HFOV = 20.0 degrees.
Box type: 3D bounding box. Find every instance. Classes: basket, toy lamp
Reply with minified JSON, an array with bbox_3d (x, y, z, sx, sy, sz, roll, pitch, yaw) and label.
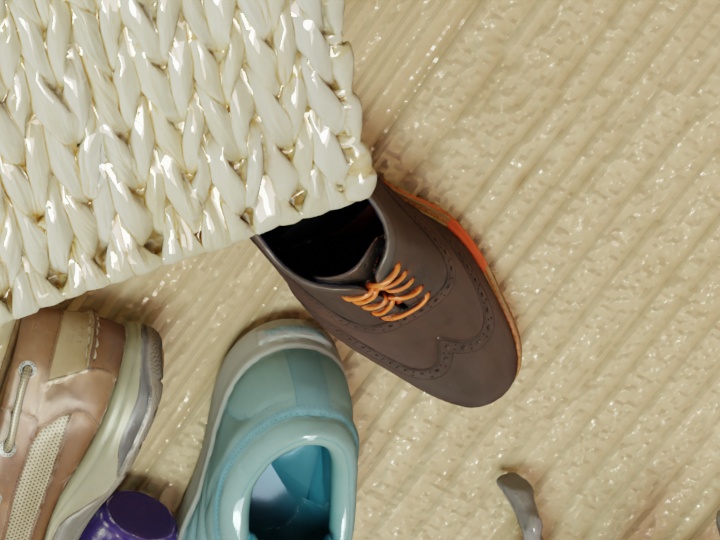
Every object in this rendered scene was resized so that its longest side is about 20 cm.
[{"bbox_3d":[-0.104,-0.119,0.638,0.159,0.200,0.200,-16,124,-8],"label":"basket"},{"bbox_3d":[-0.132,0.182,0.903,0.058,0.058,0.201,17,119,-21],"label":"toy lamp"}]

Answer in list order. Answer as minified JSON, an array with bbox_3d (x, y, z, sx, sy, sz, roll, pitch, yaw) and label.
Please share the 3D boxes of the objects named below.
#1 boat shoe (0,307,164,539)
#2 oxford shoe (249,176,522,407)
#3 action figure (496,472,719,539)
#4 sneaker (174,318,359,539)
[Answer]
[{"bbox_3d":[-0.151,0.098,0.839,0.071,0.076,0.201,23,105,-20],"label":"boat shoe"},{"bbox_3d":[0.000,0.000,0.802,0.071,0.073,0.200,-39,121,13],"label":"oxford shoe"},{"bbox_3d":[0.074,0.194,0.921,0.198,0.105,0.195,6,107,-24],"label":"action figure"},{"bbox_3d":[-0.042,0.124,0.866,0.073,0.082,0.202,0,123,-10],"label":"sneaker"}]
